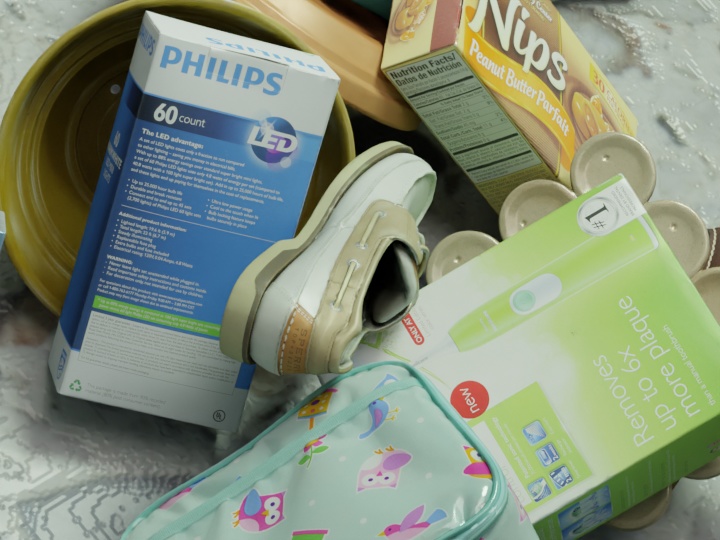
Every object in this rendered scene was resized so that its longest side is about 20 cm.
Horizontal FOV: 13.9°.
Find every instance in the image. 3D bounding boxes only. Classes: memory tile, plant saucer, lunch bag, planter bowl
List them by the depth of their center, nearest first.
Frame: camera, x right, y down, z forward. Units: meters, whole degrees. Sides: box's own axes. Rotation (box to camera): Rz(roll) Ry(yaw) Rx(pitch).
[{"bbox_3d":[-0.023,0.141,1.477,0.199,0.077,0.161,-32,41,-5],"label":"lunch bag"},{"bbox_3d":[-0.108,-0.062,1.627,0.199,0.202,0.083,12,14,-16],"label":"planter bowl"},{"bbox_3d":[0.147,0.033,1.660,0.153,0.017,0.200,-35,78,-5],"label":"memory tile"},{"bbox_3d":[-0.039,-0.154,1.712,0.200,0.038,0.200,35,11,-7],"label":"plant saucer"}]

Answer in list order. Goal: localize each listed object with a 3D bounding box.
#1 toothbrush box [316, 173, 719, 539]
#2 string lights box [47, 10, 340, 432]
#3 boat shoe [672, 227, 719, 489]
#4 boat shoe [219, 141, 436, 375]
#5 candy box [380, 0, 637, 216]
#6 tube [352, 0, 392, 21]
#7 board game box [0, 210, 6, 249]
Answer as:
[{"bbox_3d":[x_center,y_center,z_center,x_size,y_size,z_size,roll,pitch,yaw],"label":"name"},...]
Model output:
[{"bbox_3d":[0.095,0.066,1.596,0.199,0.086,0.146,-30,70,-2],"label":"toothbrush box"},{"bbox_3d":[-0.090,-0.025,1.566,0.102,0.201,0.059,14,12,-16],"label":"string lights box"},{"bbox_3d":[0.173,0.044,1.719,0.072,0.072,0.201,27,57,-3],"label":"boat shoe"},{"bbox_3d":[0.000,0.000,1.559,0.068,0.075,0.200,21,38,17],"label":"boat shoe"},{"bbox_3d":[0.091,-0.102,1.726,0.200,0.055,0.116,48,37,-37],"label":"candy box"},{"bbox_3d":[0.049,-0.162,1.782,0.200,0.050,0.078,25,49,-49],"label":"tube"},{"bbox_3d":[-0.293,0.010,1.488,0.199,0.135,0.034,15,18,-14],"label":"board game box"}]
